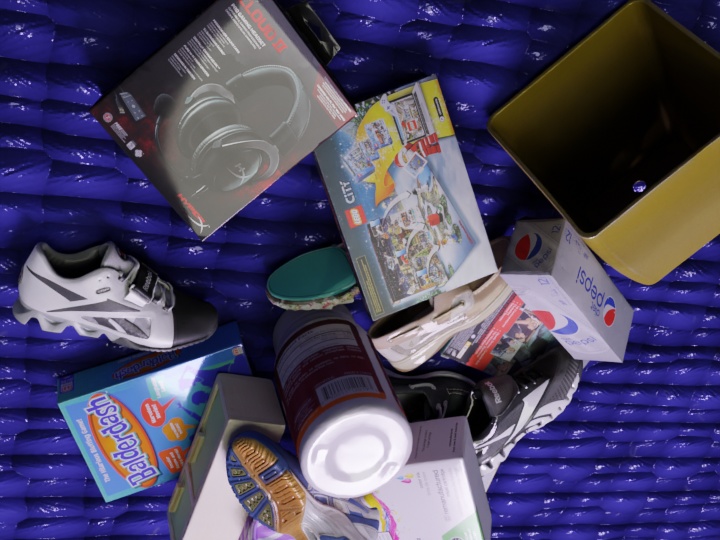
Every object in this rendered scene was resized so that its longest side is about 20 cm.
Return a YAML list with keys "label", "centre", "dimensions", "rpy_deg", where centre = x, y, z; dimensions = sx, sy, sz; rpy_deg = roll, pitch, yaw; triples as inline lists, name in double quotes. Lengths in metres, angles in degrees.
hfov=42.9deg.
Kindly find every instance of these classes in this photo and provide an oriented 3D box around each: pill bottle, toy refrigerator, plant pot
- label: "pill bottle"
  centre: [-0.027, 0.122, 0.939]
  dimensions: [0.112, 0.201, 0.116]
  rpy_deg: [-8, 123, -12]
- label: "toy refrigerator"
  centre: [-0.150, 0.214, 0.977]
  dimensions: [0.069, 0.076, 0.202]
  rpy_deg: [10, 119, -25]
- label: "plant pot"
  centre: [0.280, -0.107, 0.914]
  dimensions: [0.199, 0.201, 0.176]
  rpy_deg: [-39, 136, 8]

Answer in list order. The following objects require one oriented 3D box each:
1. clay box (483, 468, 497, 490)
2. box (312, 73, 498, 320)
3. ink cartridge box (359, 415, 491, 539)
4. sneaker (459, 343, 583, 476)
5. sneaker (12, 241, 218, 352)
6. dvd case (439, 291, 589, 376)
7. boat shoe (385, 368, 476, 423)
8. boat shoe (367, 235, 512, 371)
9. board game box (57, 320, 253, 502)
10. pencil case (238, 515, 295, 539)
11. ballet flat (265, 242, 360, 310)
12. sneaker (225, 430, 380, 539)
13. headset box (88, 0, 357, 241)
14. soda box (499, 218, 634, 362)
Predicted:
- label: "clay box"
  centre: [0.072, 0.243, 1.141]
  dimensions: [0.197, 0.048, 0.116]
  rpy_deg: [9, 117, -22]
- label: "box"
  centre: [0.039, -0.071, 0.892]
  dimensions: [0.134, 0.038, 0.203]
  rpy_deg: [-20, 100, -4]
- label: "ink cartridge box"
  centre: [0.038, 0.259, 1.042]
  dimensions: [0.196, 0.084, 0.147]
  rpy_deg: [-10, 113, 15]
- label: "sneaker"
  centre: [0.177, 0.151, 1.069]
  dimensions: [0.200, 0.067, 0.091]
  rpy_deg: [-43, 130, -1]
- label: "sneaker"
  centre: [-0.227, 0.020, 0.886]
  dimensions: [0.197, 0.074, 0.090]
  rpy_deg: [9, 120, -24]
- label: "dvd case"
  centre: [0.206, 0.072, 1.096]
  dimensions: [0.198, 0.022, 0.147]
  rpy_deg: [23, 111, -28]
- label: "boat shoe"
  centre: [0.064, 0.159, 1.078]
  dimensions: [0.197, 0.061, 0.077]
  rpy_deg: [6, 118, -22]
- label: "boat shoe"
  centre: [0.094, 0.027, 1.002]
  dimensions: [0.199, 0.073, 0.065]
  rpy_deg: [-40, 123, 13]
- label: "board game box"
  centre: [-0.207, 0.155, 0.994]
  dimensions: [0.197, 0.045, 0.154]
  rpy_deg: [-18, 125, -7]
- label: "pencil case"
  centre: [-0.105, 0.299, 1.032]
  dimensions: [0.085, 0.200, 0.084]
  rpy_deg: [-38, 89, -23]
- label: "ballet flat"
  centre: [0.000, 0.000, 0.955]
  dimensions: [0.197, 0.076, 0.064]
  rpy_deg: [-23, 143, 1]
- label: "sneaker"
  centre: [-0.057, 0.226, 0.936]
  dimensions: [0.075, 0.089, 0.201]
  rpy_deg: [-28, 111, 32]
- label: "headset box"
  centre: [-0.109, -0.151, 0.799]
  dimensions: [0.199, 0.077, 0.149]
  rpy_deg: [-37, 110, 8]
- label: "soda box"
  centre: [0.228, 0.026, 0.992]
  dimensions: [0.200, 0.063, 0.069]
  rpy_deg: [42, 60, -42]
